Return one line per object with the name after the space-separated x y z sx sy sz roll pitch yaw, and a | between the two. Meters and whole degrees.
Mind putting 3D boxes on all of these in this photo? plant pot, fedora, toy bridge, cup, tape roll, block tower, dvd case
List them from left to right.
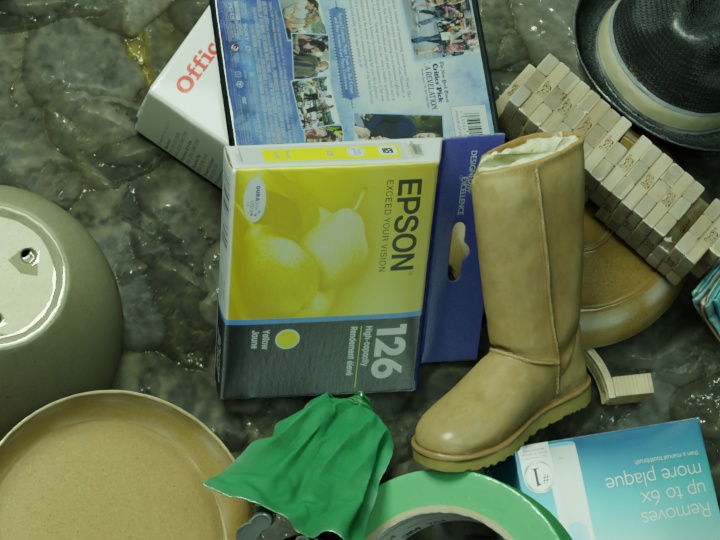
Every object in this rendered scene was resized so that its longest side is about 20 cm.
-0.255 0.023 1.412 0.200 0.143 0.201 3 74 -11 | cup
-0.164 0.179 1.357 0.200 0.027 0.200 5 77 -22 | plant pot
-0.002 -0.139 1.490 0.200 0.018 0.143 -5 76 -15 | dvd case
0.059 0.238 1.420 0.200 0.048 0.201 -5 74 19 | tape roll
0.159 -0.042 1.554 0.200 0.027 0.200 3 72 -8 | plant pot
0.171 0.003 1.573 0.067 0.027 0.200 -6 75 -13 | toy bridge
0.186 -0.074 1.517 0.200 0.058 0.054 41 71 6 | block tower
0.261 -0.188 1.582 0.200 0.092 0.201 13 51 -16 | fedora

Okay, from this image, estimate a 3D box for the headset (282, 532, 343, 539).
-0.050 0.256 1.360 0.123 0.094 0.200 -11 49 26 | headset

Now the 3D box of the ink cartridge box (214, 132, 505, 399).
0.000 0.000 1.457 0.200 0.198 0.047 -2 33 -10 | ink cartridge box

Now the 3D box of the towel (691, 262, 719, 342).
0.340 0.041 1.554 0.147 0.022 0.200 -48 119 -19 | towel

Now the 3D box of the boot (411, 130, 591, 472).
0.094 0.020 1.438 0.175 0.066 0.200 -27 121 -42 | boot

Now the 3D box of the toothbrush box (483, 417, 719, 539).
0.185 0.219 1.486 0.146 0.085 0.200 -7 77 -14 | toothbrush box

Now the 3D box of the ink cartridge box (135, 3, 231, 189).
-0.044 -0.118 1.529 0.200 0.084 0.146 34 71 -3 | ink cartridge box

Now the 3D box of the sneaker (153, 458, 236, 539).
-0.147 0.199 1.420 0.075 0.078 0.200 34 70 -1 | sneaker

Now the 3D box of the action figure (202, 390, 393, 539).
-0.025 0.134 1.413 0.118 0.055 0.200 30 28 3 | action figure
